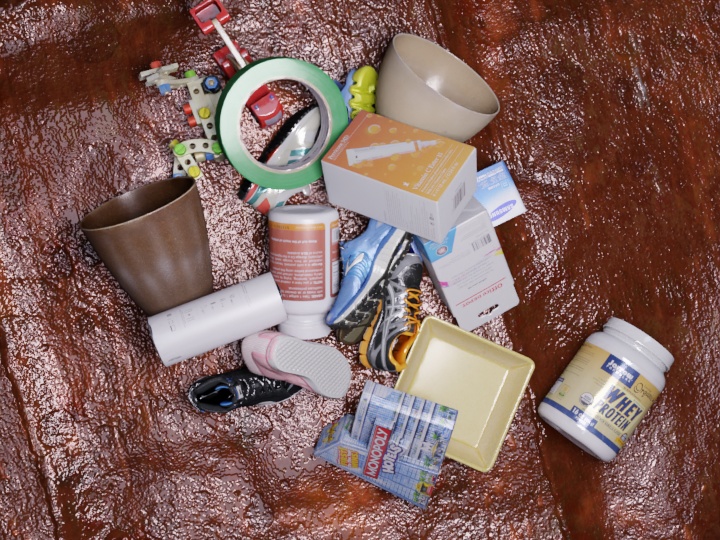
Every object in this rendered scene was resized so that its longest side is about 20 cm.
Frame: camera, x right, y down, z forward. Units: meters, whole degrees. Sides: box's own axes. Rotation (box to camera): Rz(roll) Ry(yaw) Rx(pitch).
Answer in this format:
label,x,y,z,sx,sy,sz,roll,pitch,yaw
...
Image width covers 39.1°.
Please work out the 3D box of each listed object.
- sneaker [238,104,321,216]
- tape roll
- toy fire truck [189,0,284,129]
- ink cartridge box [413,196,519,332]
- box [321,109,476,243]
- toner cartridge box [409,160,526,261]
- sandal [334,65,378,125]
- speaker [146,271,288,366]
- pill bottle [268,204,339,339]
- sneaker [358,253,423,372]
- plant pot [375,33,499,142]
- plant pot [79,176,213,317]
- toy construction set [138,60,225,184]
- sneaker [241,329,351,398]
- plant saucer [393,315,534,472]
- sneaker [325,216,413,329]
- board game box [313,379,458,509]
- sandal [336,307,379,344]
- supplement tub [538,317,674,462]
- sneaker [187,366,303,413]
label,x,y,z,sx,sy,sz,roll,pitch,yaw
sneaker,-0.107,-0.172,1.644,0.093,0.070,0.200,38,83,-21
tape roll,-0.121,-0.226,1.557,0.200,0.048,0.201,-5,106,-16
toy fire truck,-0.189,-0.321,1.593,0.049,0.141,0.200,-34,92,-5
ink cartridge box,0.170,-0.008,1.632,0.115,0.068,0.200,-28,125,-4
box,0.060,-0.144,1.538,0.200,0.098,0.124,21,58,22
toner cartridge box,0.162,-0.097,1.671,0.200,0.043,0.095,-26,94,-5
sandal,-0.025,-0.233,1.649,0.087,0.079,0.200,12,95,30
speaker,-0.211,0.072,1.517,0.200,0.081,0.081,-21,91,-6
pill bottle,-0.090,0.002,1.602,0.112,0.112,0.200,-1,103,-5
sneaker,0.066,0.071,1.627,0.078,0.077,0.200,10,98,-46
plant pot,0.101,-0.261,1.613,0.200,0.200,0.134,34,120,-4
plant pot,-0.305,-0.017,1.568,0.187,0.187,0.200,-22,111,-5
toy construction set,-0.271,-0.243,1.615,0.131,0.092,0.200,-21,102,-5
sneaker,-0.104,0.141,1.580,0.200,0.105,0.075,31,71,-48
plant saucer,0.155,0.200,1.662,0.200,0.048,0.200,24,86,-4
sneaker,0.000,0.000,1.574,0.089,0.079,0.200,30,86,22
board game box,0.034,0.269,1.599,0.200,0.200,0.062,17,44,5
sandal,0.003,0.022,1.642,0.082,0.055,0.200,14,89,-46
supplement tub,0.397,0.190,1.637,0.144,0.144,0.200,36,86,-4
sneaker,-0.171,0.188,1.599,0.200,0.112,0.073,-13,91,-5
